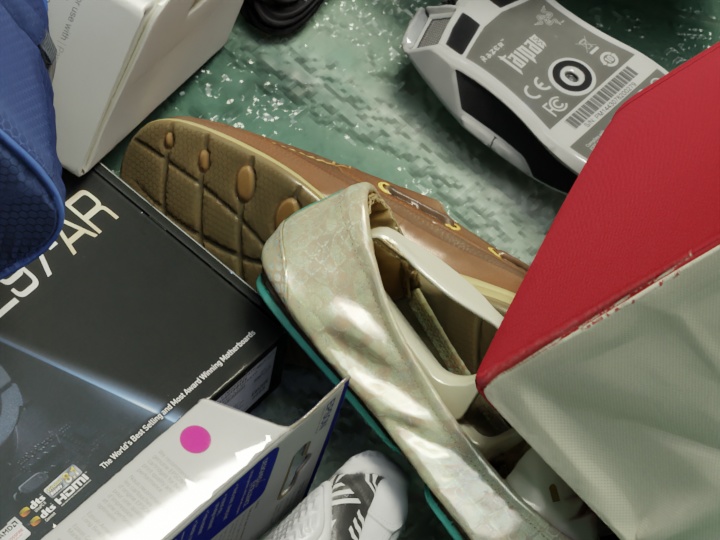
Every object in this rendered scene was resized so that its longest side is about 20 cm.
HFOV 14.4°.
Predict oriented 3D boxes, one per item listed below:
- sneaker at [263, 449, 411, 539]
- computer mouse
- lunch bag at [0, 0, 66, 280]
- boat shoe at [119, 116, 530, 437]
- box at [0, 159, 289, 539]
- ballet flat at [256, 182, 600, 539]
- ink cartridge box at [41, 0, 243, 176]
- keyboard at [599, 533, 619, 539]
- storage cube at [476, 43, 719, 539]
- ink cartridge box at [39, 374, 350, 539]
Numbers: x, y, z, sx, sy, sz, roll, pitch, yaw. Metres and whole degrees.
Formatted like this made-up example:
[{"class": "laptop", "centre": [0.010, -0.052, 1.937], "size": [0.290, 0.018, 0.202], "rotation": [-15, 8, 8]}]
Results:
[{"class": "sneaker", "centre": [-0.009, 0.159, 0.989], "size": [0.115, 0.075, 0.200], "rotation": [40, 46, -4]}, {"class": "computer mouse", "centre": [0.054, -0.083, 1.165], "size": [0.200, 0.044, 0.110], "rotation": [39, 54, 18]}, {"class": "lunch bag", "centre": [-0.188, -0.073, 0.962], "size": [0.135, 0.200, 0.133], "rotation": [-28, 45, 18]}, {"class": "boat shoe", "centre": [0.001, 0.000, 1.093], "size": [0.199, 0.072, 0.068], "rotation": [28, 27, 11]}, {"class": "box", "centre": [-0.148, 0.041, 1.034], "size": [0.160, 0.044, 0.200], "rotation": [39, 59, 17]}, {"class": "ballet flat", "centre": [0.041, 0.055, 1.023], "size": [0.200, 0.062, 0.067], "rotation": [51, 15, -3]}, {"class": "ink cartridge box", "centre": [-0.146, -0.142, 1.098], "size": [0.199, 0.088, 0.145], "rotation": [29, 34, 6]}, {"class": "keyboard", "centre": [0.145, 0.177, 1.031], "size": [0.103, 0.040, 0.201], "rotation": [-10, 63, -18]}, {"class": "storage cube", "centre": [0.176, 0.015, 0.996], "size": [0.171, 0.200, 0.180], "rotation": [48, 38, -13]}, {"class": "ink cartridge box", "centre": [-0.087, 0.108, 0.985], "size": [0.037, 0.095, 0.200], "rotation": [43, 60, 15]}]
